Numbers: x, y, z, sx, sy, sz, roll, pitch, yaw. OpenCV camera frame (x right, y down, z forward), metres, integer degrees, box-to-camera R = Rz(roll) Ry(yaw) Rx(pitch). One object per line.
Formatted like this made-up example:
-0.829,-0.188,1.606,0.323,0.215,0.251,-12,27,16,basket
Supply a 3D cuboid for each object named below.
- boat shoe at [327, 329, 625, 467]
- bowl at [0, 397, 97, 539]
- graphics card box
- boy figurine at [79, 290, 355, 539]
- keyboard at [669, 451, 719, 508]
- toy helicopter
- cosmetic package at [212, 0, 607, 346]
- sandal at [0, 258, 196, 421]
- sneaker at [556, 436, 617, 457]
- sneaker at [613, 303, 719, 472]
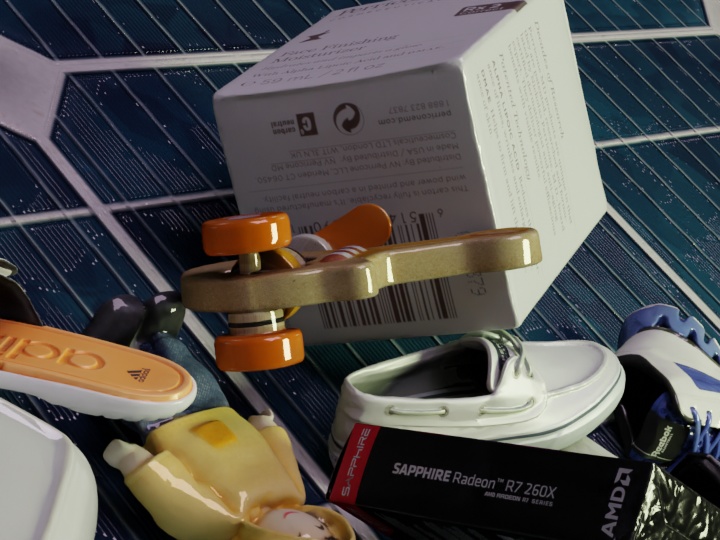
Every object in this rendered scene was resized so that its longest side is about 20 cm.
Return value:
0.075,0.069,1.212,0.200,0.067,0.074,-18,40,-30,boat shoe
-0.211,0.108,0.942,0.199,0.075,0.200,29,29,-10,bowl
0.096,0.131,1.078,0.200,0.051,0.125,5,-22,44,graphics card box
-0.078,0.100,1.093,0.124,0.064,0.200,0,42,-48,boy figurine
0.196,0.162,1.151,0.040,0.200,0.104,-40,78,-25,keyboard
0.000,0.000,1.144,0.199,0.079,0.132,-8,4,-11,toy helicopter
0.037,-0.069,1.281,0.200,0.164,0.165,-47,127,-60,cosmetic package
-0.180,0.022,1.050,0.206,0.059,0.079,11,20,2,sandal
0.130,0.135,1.254,0.200,0.073,0.072,26,40,14,sneaker
0.233,0.111,1.375,0.199,0.081,0.115,35,33,15,sneaker
